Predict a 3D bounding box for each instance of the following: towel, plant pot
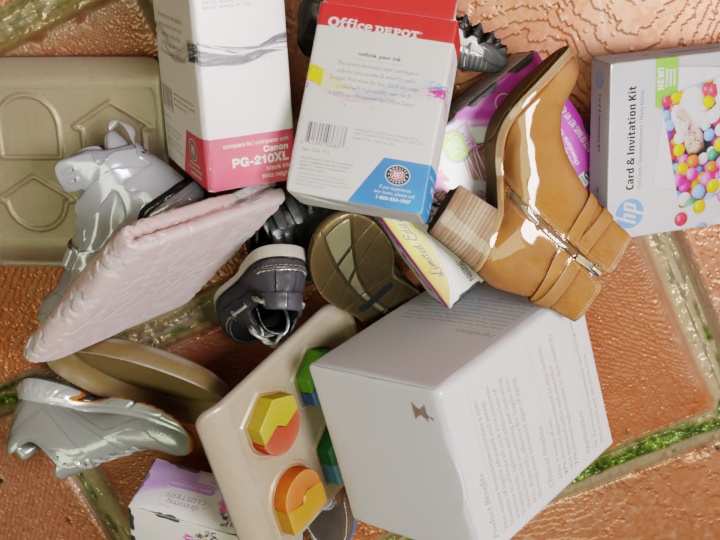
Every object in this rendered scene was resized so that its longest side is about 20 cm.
[{"bbox_3d":[-0.179,-0.001,0.923,0.032,0.191,0.200,54,130,8],"label":"towel"},{"bbox_3d":[-0.209,0.107,1.049,0.199,0.200,0.028,15,69,0],"label":"plant pot"}]

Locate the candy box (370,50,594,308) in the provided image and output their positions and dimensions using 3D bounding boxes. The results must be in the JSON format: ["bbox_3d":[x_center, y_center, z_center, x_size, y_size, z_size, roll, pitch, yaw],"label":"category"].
[{"bbox_3d":[0.110,-0.083,0.956,0.200,0.061,0.137,-39,103,-3],"label":"candy box"}]

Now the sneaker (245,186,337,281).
[{"bbox_3d":[-0.043,-0.075,0.981,0.099,0.071,0.201,1,122,-41],"label":"sneaker"}]

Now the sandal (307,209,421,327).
[{"bbox_3d":[0.000,0.000,0.997,0.080,0.054,0.200,-38,146,3],"label":"sandal"}]

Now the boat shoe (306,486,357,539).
[{"bbox_3d":[-0.053,0.217,1.111,0.072,0.072,0.201,-13,109,10],"label":"boat shoe"}]

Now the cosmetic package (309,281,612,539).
[{"bbox_3d":[0.094,0.123,0.965,0.166,0.199,0.168,6,118,47],"label":"cosmetic package"}]

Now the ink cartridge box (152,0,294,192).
[{"bbox_3d":[-0.121,-0.186,0.920,0.084,0.145,0.201,-11,112,-21],"label":"ink cartridge box"}]

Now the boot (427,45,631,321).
[{"bbox_3d":[0.168,-0.070,0.895,0.154,0.074,0.201,31,98,-6],"label":"boot"}]

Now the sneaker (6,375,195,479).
[{"bbox_3d":[-0.269,0.176,1.095,0.199,0.076,0.093,11,70,11],"label":"sneaker"}]

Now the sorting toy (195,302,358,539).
[{"bbox_3d":[-0.053,0.155,1.007,0.036,0.200,0.186,11,127,40],"label":"sorting toy"}]

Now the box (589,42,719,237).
[{"bbox_3d":[0.301,-0.118,0.938,0.198,0.041,0.157,-7,110,-11],"label":"box"}]

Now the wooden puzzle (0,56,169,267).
[{"bbox_3d":[-0.272,-0.105,1.030,0.184,0.046,0.202,1,106,5],"label":"wooden puzzle"}]

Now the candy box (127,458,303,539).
[{"bbox_3d":[-0.149,0.308,1.116,0.167,0.072,0.201,13,128,10],"label":"candy box"}]

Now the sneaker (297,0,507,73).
[{"bbox_3d":[0.031,-0.201,0.953,0.199,0.067,0.091,20,115,4],"label":"sneaker"}]

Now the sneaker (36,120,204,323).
[{"bbox_3d":[-0.249,-0.043,0.985,0.200,0.075,0.115,-42,97,10],"label":"sneaker"}]

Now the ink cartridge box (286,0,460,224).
[{"bbox_3d":[0.017,-0.149,0.879,0.115,0.067,0.202,11,86,10],"label":"ink cartridge box"}]

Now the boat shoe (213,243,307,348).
[{"bbox_3d":[-0.095,0.040,0.998,0.072,0.200,0.063,1,68,-19],"label":"boat shoe"}]
